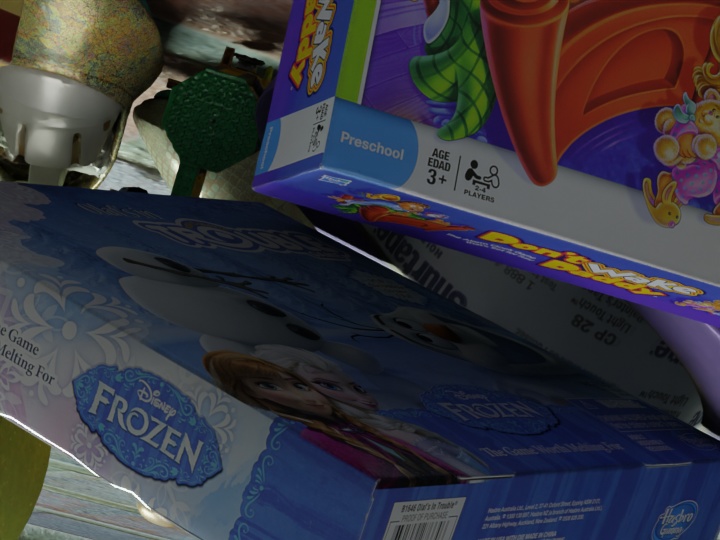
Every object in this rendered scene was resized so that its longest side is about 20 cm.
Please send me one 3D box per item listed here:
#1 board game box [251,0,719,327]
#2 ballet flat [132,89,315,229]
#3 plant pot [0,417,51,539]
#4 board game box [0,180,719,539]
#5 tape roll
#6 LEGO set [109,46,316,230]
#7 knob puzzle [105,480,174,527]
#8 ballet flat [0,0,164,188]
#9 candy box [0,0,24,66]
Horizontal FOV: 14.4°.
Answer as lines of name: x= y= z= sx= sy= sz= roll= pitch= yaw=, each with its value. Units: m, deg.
board game box: x=0.082 y=-0.061 z=0.736 sx=0.199 sy=0.135 sz=0.045 roll=15 pitch=168 yaw=-22
ballet flat: x=-0.014 y=-0.001 z=1.157 sx=0.200 sy=0.063 sz=0.067 roll=31 pitch=163 yaw=-24
plant pot: x=-0.217 y=0.043 z=1.044 sx=0.200 sy=0.188 sz=0.187 roll=30 pitch=160 yaw=-35
board game box: x=-0.021 y=0.030 z=0.812 sx=0.199 sy=0.044 sz=0.200 roll=27 pitch=-167 yaw=31
tape roll: x=0.071 y=-0.022 z=0.867 sx=0.200 sy=0.085 sz=0.200 roll=33 pitch=165 yaw=10
LEGO set: x=0.000 y=0.000 z=1.087 sx=0.199 sy=0.154 sz=0.116 roll=9 pitch=-173 yaw=4
knob puzzle: x=-0.029 y=0.082 z=1.053 sx=0.219 sy=0.031 sz=0.220 roll=20 pitch=160 yaw=8
ballet flat: x=-0.114 y=-0.064 z=1.077 sx=0.070 sy=0.071 sz=0.200 roll=12 pitch=168 yaw=-6
candy box: x=-0.220 y=-0.107 z=0.998 sx=0.116 sy=0.057 sz=0.200 roll=21 pitch=166 yaw=-41
